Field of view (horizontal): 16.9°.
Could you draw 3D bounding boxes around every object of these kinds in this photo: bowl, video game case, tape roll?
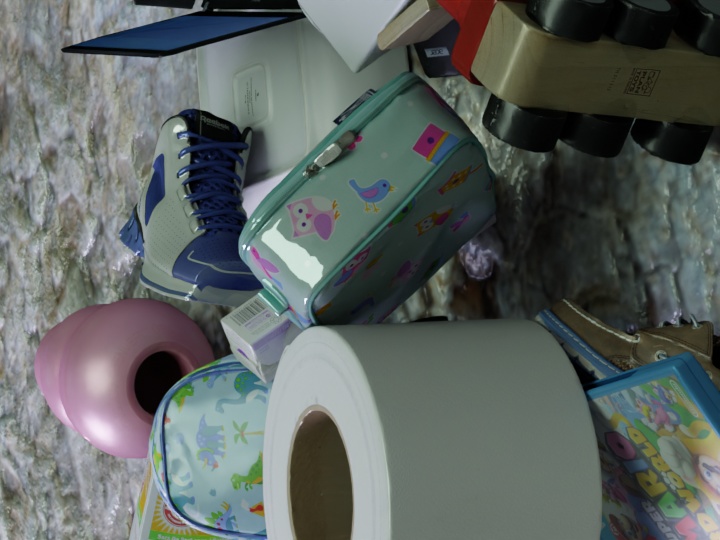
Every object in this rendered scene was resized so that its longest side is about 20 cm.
[{"bbox_3d":[-0.051,-0.126,1.759,0.199,0.074,0.201,-14,77,51],"label":"bowl"},{"bbox_3d":[0.178,0.124,1.410,0.143,0.018,0.200,54,155,-4],"label":"video game case"},{"bbox_3d":[0.038,0.131,1.451,0.202,0.138,0.204,178,90,-67],"label":"tape roll"}]

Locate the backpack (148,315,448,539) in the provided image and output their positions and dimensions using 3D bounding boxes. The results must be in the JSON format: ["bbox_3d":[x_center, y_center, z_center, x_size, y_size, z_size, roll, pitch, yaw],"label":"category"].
[{"bbox_3d":[-0.043,0.116,1.634,0.199,0.154,0.164,2,100,30],"label":"backpack"}]

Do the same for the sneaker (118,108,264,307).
[{"bbox_3d":[-0.114,-0.049,1.695,0.199,0.080,0.116,-140,61,-63],"label":"sneaker"}]

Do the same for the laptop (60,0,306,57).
[{"bbox_3d":[-0.101,-0.225,1.694,0.177,0.103,0.201,12,81,59],"label":"laptop"}]

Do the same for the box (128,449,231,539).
[{"bbox_3d":[-0.124,0.225,1.799,0.113,0.101,0.201,-100,22,-71],"label":"box"}]

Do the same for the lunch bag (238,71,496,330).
[{"bbox_3d":[0.002,-0.030,1.473,0.160,0.200,0.077,-41,75,-4],"label":"lunch bag"}]

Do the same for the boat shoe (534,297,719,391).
[{"bbox_3d":[0.192,0.068,1.441,0.200,0.072,0.072,38,83,29],"label":"boat shoe"}]

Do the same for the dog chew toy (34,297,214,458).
[{"bbox_3d":[-0.196,0.081,1.918,0.200,0.124,0.125,7,95,61],"label":"dog chew toy"}]

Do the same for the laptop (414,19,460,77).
[{"bbox_3d":[0.098,-0.246,1.603,0.177,0.103,0.201,-1,64,52],"label":"laptop"}]

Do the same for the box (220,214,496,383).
[{"bbox_3d":[0.000,0.000,1.603,0.041,0.200,0.039,36,155,44],"label":"box"}]

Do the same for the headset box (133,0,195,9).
[{"bbox_3d":[-0.141,-0.298,1.810,0.075,0.148,0.201,9,98,59],"label":"headset box"}]

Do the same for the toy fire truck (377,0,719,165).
[{"bbox_3d":[0.111,-0.143,1.464,0.200,0.175,0.129,49,127,45],"label":"toy fire truck"}]

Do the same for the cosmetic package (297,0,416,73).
[{"bbox_3d":[0.018,-0.215,1.532,0.102,0.074,0.200,53,158,3],"label":"cosmetic package"}]
